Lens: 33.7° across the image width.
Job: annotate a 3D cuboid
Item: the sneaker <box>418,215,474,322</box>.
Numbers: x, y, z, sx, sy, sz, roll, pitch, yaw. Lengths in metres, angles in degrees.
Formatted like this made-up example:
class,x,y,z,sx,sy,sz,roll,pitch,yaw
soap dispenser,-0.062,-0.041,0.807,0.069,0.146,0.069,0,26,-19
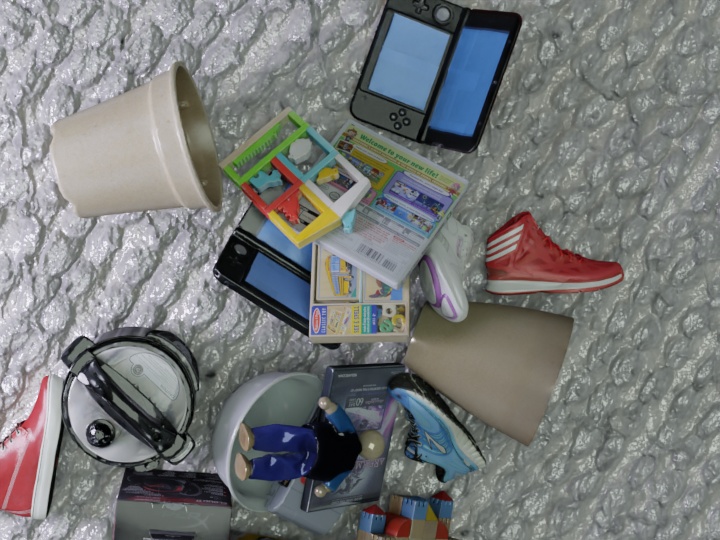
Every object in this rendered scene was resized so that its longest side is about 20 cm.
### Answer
class,x,y,z,sx,sy,sz,roll,pitch,yaw
sneaker,0.121,-0.020,1.622,0.099,0.075,0.200,-8,53,-16

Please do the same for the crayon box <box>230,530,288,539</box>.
class,x,y,z,sx,sy,sz,roll,pitch,yaw
crayon box,-0.119,0.404,1.606,0.200,0.119,0.058,7,93,12

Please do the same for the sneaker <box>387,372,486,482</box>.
class,x,y,z,sx,sy,sz,roll,pitch,yaw
sneaker,0.094,0.228,1.656,0.090,0.078,0.200,-36,116,4

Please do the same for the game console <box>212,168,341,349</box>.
class,x,y,z,sx,sy,sz,roll,pitch,yaw
game console,-0.075,-0.018,1.619,0.200,0.176,0.116,32,117,-8

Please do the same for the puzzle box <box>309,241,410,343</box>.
class,x,y,z,sx,sy,sz,roll,pitch,yaw
puzzle box,0.000,0.000,1.586,0.133,0.025,0.200,-2,65,5

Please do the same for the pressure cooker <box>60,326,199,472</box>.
class,x,y,z,sx,sy,sz,roll,pitch,yaw
pressure cooker,-0.299,0.167,1.555,0.176,0.200,0.179,1,93,-7

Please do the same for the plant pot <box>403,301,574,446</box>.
class,x,y,z,sx,sy,sz,roll,pitch,yaw
plant pot,0.168,0.118,1.638,0.200,0.187,0.188,20,91,5

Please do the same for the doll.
class,x,y,z,sx,sy,sz,roll,pitch,yaw
doll,-0.058,0.227,1.535,0.200,0.048,0.137,3,102,-25

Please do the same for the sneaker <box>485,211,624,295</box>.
class,x,y,z,sx,sy,sz,roll,pitch,yaw
sneaker,0.274,-0.028,1.681,0.200,0.078,0.116,-5,96,-8

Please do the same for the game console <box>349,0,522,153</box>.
class,x,y,z,sx,sy,sz,roll,pitch,yaw
game console,0.099,-0.278,1.620,0.172,0.119,0.200,20,90,-9

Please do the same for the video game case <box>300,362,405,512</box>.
class,x,y,z,sx,sy,sz,roll,pitch,yaw
video game case,-0.009,0.225,1.621,0.143,0.019,0.200,2,101,-46

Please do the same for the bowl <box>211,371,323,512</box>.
class,x,y,z,sx,sy,sz,roll,pitch,yaw
bowl,-0.134,0.218,1.615,0.201,0.090,0.201,-26,126,-42

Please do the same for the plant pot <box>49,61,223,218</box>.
class,x,y,z,sx,sy,sz,roll,pitch,yaw
plant pot,-0.296,-0.152,1.552,0.183,0.200,0.201,-14,96,4

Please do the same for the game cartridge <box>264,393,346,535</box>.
class,x,y,z,sx,sy,sz,roll,pitch,yaw
game cartridge,-0.041,0.260,1.638,0.133,0.041,0.200,40,75,-49

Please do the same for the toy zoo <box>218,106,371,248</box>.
class,x,y,z,sx,sy,sz,roll,pitch,yaw
toy zoo,-0.079,-0.118,1.599,0.131,0.020,0.200,-41,67,-11

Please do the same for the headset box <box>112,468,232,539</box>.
class,x,y,z,sx,sy,sz,roll,pitch,yaw
headset box,-0.247,0.322,1.572,0.148,0.200,0.075,5,93,-9

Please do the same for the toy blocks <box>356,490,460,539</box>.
class,x,y,z,sx,sy,sz,roll,pitch,yaw
toy blocks,0.068,0.373,1.652,0.200,0.100,0.137,12,86,-39

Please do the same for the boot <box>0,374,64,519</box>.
class,x,y,z,sx,sy,sz,roll,pitch,yaw
boot,-0.477,0.229,1.602,0.144,0.072,0.200,12,96,-7

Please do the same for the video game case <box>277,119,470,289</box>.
class,x,y,z,sx,sy,sz,roll,pitch,yaw
video game case,0.017,-0.092,1.603,0.200,0.022,0.182,29,71,19
